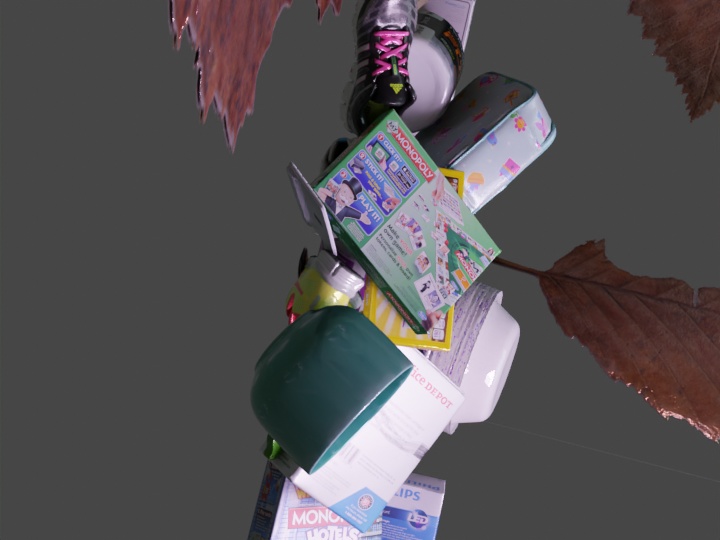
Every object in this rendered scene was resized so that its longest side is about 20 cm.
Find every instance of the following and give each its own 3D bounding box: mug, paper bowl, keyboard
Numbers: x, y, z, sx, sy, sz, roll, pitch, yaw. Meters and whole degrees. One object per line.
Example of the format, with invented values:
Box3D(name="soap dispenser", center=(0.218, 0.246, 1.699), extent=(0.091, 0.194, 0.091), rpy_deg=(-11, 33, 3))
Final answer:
Box3D(name="mug", center=(-0.047, 0.121, 1.246), extent=(0.185, 0.114, 0.152), rpy_deg=(-49, 170, 21))
Box3D(name="paper bowl", center=(0.143, 0.118, 1.638), extent=(0.201, 0.103, 0.203), rpy_deg=(21, 90, -77))
Box3D(name="keyboard", center=(-0.046, -0.058, 1.234), extent=(0.011, 0.056, 0.200), rpy_deg=(-40, 170, -6))

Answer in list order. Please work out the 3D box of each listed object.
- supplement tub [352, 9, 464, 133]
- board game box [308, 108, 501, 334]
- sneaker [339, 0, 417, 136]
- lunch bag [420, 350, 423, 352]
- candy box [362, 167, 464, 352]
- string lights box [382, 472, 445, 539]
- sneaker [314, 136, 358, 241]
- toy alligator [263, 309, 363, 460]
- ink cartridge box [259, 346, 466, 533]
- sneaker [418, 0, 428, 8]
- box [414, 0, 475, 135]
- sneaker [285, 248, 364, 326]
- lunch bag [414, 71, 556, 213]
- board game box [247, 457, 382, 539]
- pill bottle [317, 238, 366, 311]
Box3D(name="supplement tub", center=(0.064, -0.251, 1.530), extent=(0.200, 0.121, 0.124), rpy_deg=(-66, 169, -66))
Box3D(name="board game box", center=(0.047, -0.051, 1.321), extent=(0.135, 0.201, 0.029), rpy_deg=(-45, -164, -24))
Box3D(name="sneaker", center=(0.029, -0.221, 1.353), extent=(0.088, 0.073, 0.202), rpy_deg=(-122, -143, -47))
Box3D(name="lunch bag", center=(0.030, 0.050, 1.664), extent=(0.201, 0.168, 0.125), rpy_deg=(94, 15, -50))
Box3D(name="candy box", center=(0.058, -0.017, 1.360), extent=(0.026, 0.101, 0.203), rpy_deg=(161, -65, -71))
Box3D(name="string lights box", center=(0.043, 0.368, 1.630), extent=(0.059, 0.101, 0.203), rpy_deg=(-50, 152, -80))
Box3D(name="sneaker", center=(-0.009, -0.117, 1.393), extent=(0.201, 0.074, 0.088), rpy_deg=(-77, 164, -59))
Box3D(name="toy alligator", center=(-0.058, 0.115, 1.366), extent=(0.054, 0.059, 0.201), rpy_deg=(40, 81, -42))
Box3D(name="ink cartridge box", center=(0.005, 0.175, 1.422), extent=(0.201, 0.084, 0.145), rpy_deg=(-52, 128, -5))
Box3D(name="sneaker", center=(0.055, -0.354, 1.458), extent=(0.201, 0.070, 0.076), rpy_deg=(-71, 171, -54))
Box3D(name="box", center=(0.081, -0.283, 1.680), extent=(0.060, 0.115, 0.202), rpy_deg=(-62, 164, -70))
Box3D(name="sneaker", center=(-0.050, 0.036, 1.374), extent=(0.091, 0.078, 0.200), rpy_deg=(-53, 174, -9))
Box3D(name="lunch bag", center=(0.131, -0.147, 1.483), extent=(0.200, 0.077, 0.160), rpy_deg=(-42, -155, -6))
Box3D(name="board game box", center=(-0.051, 0.296, 1.513), extent=(0.061, 0.198, 0.203), rpy_deg=(2, -91, 58))
Box3D(name="pill bottle", center=(0.000, 0.000, 1.497), extent=(0.201, 0.111, 0.113), rpy_deg=(108, 0, -49))
